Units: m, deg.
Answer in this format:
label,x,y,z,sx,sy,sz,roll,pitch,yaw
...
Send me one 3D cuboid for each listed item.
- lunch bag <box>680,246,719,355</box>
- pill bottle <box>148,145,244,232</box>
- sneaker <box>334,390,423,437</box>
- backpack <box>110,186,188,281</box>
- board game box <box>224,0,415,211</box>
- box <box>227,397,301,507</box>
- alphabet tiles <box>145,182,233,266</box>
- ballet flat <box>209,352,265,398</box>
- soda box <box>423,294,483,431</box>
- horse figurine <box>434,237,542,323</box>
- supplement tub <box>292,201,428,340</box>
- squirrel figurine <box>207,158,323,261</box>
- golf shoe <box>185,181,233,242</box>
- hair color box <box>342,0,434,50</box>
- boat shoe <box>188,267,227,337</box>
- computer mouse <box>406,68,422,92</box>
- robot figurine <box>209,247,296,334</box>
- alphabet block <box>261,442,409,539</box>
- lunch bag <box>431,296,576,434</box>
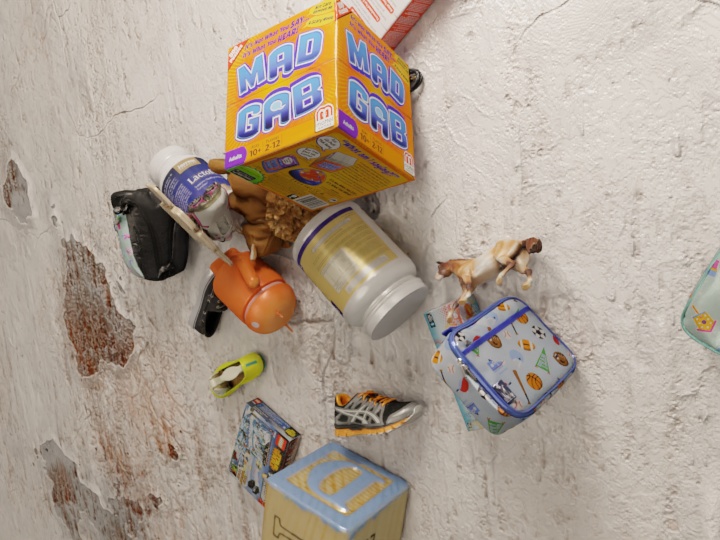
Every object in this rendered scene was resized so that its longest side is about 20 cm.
label,x,y,z,sx,sy,sz,roll,pitch,yaw
lunch bag,0.481,0.025,0.749,0.160,0.077,0.201,33,119,26
pill bottle,-0.329,-0.159,1.314,0.200,0.116,0.116,40,122,23
sneaker,0.022,0.249,1.162,0.200,0.078,0.078,-18,80,38
backpack,-0.449,-0.078,1.416,0.126,0.166,0.201,15,114,55
board game box,-0.057,-0.230,0.966,0.199,0.200,0.201,-13,70,32
box,-0.208,0.392,1.394,0.137,0.040,0.201,33,119,29
alphabet tiles,-0.314,-0.082,1.188,0.196,0.015,0.200,48,169,-24
ballet flat,-0.283,0.228,1.398,0.200,0.067,0.067,-33,80,38
soda box,0.173,0.144,1.025,0.068,0.063,0.201,-23,85,39
horse figurine,0.190,-0.001,0.959,0.200,0.133,0.050,-31,111,33
supplement tub,0.000,0.000,1.074,0.200,0.145,0.146,48,125,20
squirrel figurine,-0.163,-0.106,1.188,0.200,0.141,0.187,19,118,36
golf shoe,-0.248,-0.096,1.134,0.092,0.073,0.200,47,167,-9
hair color box,0.048,-0.427,0.992,0.200,0.064,0.111,-42,75,35
boat shoe,-0.307,0.066,1.382,0.066,0.070,0.200,41,123,15
computer mouse,0.017,-0.285,1.074,0.199,0.034,0.059,-7,74,34
robot figurine,-0.205,0.042,1.262,0.200,0.116,0.144,41,123,24
alphabet block,-0.049,0.468,1.193,0.196,0.195,0.201,20,111,35
lunch bag,0.198,0.124,0.914,0.160,0.200,0.076,51,134,16
